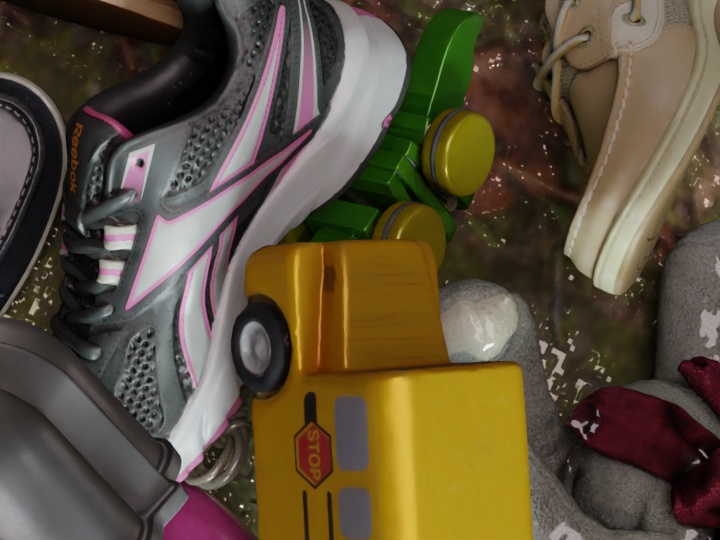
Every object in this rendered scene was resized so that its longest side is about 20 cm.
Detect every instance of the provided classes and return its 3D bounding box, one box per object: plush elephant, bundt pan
[{"bbox_3d":[0.125,0.084,0.773,0.164,0.154,0.201,-3,91,-37],"label":"plush elephant"},{"bbox_3d":[-0.152,0.082,0.661,0.202,0.202,0.076,-37,107,-14],"label":"bundt pan"}]

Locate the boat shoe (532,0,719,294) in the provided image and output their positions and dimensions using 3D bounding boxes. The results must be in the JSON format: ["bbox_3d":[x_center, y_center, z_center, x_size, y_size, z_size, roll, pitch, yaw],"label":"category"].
[{"bbox_3d":[0.089,-0.070,0.809,0.065,0.072,0.201,20,45,0],"label":"boat shoe"}]

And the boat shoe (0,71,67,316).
[{"bbox_3d":[-0.170,0.012,0.778,0.075,0.062,0.200,43,75,-2],"label":"boat shoe"}]

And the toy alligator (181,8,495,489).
[{"bbox_3d":[0.000,0.000,0.818,0.201,0.059,0.054,-62,140,-18],"label":"toy alligator"}]

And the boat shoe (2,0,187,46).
[{"bbox_3d":[-0.130,-0.130,0.798,0.199,0.070,0.071,17,84,-10],"label":"boat shoe"}]

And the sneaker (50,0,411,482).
[{"bbox_3d":[-0.072,-0.016,0.773,0.086,0.080,0.201,32,83,-40],"label":"sneaker"}]

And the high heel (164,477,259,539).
[{"bbox_3d":[-0.046,0.173,0.784,0.096,0.067,0.201,-29,103,-24],"label":"high heel"}]

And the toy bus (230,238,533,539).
[{"bbox_3d":[0.011,0.090,0.733,0.065,0.078,0.201,-2,88,-39],"label":"toy bus"}]
